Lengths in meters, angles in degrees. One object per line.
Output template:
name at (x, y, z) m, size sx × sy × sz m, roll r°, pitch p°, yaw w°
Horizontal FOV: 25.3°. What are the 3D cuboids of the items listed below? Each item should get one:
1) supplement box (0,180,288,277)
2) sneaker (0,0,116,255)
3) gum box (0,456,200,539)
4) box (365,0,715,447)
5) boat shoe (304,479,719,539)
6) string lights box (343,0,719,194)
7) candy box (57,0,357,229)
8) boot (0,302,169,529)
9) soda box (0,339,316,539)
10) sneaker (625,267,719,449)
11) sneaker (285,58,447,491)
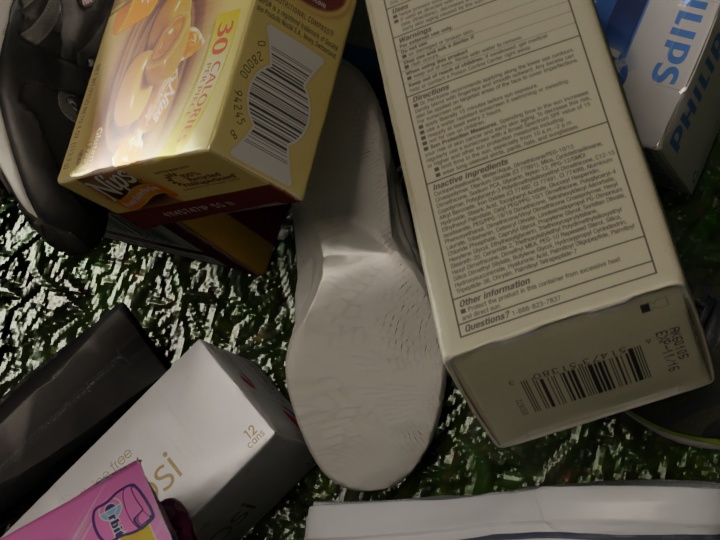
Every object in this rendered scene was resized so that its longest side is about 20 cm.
supplement box at (-0.092, -0.115, 0.830) m, size 0.130 × 0.103 × 0.201 m, roll 14°, pitch 79°, yaw 31°
sneaker at (-0.126, -0.108, 0.743) m, size 0.087 × 0.076 × 0.201 m, roll -17°, pitch 65°, yaw 14°
gum box at (-0.097, 0.185, 0.646) m, size 0.113 × 0.066 × 0.201 m, roll -29°, pitch 58°, yaw -1°
box at (0.067, -0.043, 0.642) m, size 0.094 × 0.078 × 0.201 m, roll -17°, pitch 54°, yaw 12°
boat shoe at (0.068, 0.126, 0.685) m, size 0.199 × 0.073 × 0.067 m, roll -9°, pitch 81°, yaw 34°
string lights box at (0.081, -0.117, 0.768) m, size 0.199 × 0.059 × 0.103 m, roll 21°, pitch 81°, yaw 31°
candy box at (-0.054, -0.124, 0.695) m, size 0.115 × 0.055 × 0.201 m, roll -5°, pitch 63°, yaw 48°
boot at (-0.188, 0.094, 0.811) m, size 0.200 × 0.066 × 0.165 m, roll -44°, pitch 15°, yaw -9°
soda box at (-0.114, 0.128, 0.765) m, size 0.200 × 0.068 × 0.064 m, roll -45°, pitch 66°, yaw 5°
sneaker at (0.104, 0.017, 0.691) m, size 0.199 × 0.081 × 0.074 m, roll 20°, pitch 81°, yaw 32°
sneaker at (0.000, 0.000, 0.761) m, size 0.075 × 0.088 × 0.202 m, roll -6°, pitch 93°, yaw 4°
